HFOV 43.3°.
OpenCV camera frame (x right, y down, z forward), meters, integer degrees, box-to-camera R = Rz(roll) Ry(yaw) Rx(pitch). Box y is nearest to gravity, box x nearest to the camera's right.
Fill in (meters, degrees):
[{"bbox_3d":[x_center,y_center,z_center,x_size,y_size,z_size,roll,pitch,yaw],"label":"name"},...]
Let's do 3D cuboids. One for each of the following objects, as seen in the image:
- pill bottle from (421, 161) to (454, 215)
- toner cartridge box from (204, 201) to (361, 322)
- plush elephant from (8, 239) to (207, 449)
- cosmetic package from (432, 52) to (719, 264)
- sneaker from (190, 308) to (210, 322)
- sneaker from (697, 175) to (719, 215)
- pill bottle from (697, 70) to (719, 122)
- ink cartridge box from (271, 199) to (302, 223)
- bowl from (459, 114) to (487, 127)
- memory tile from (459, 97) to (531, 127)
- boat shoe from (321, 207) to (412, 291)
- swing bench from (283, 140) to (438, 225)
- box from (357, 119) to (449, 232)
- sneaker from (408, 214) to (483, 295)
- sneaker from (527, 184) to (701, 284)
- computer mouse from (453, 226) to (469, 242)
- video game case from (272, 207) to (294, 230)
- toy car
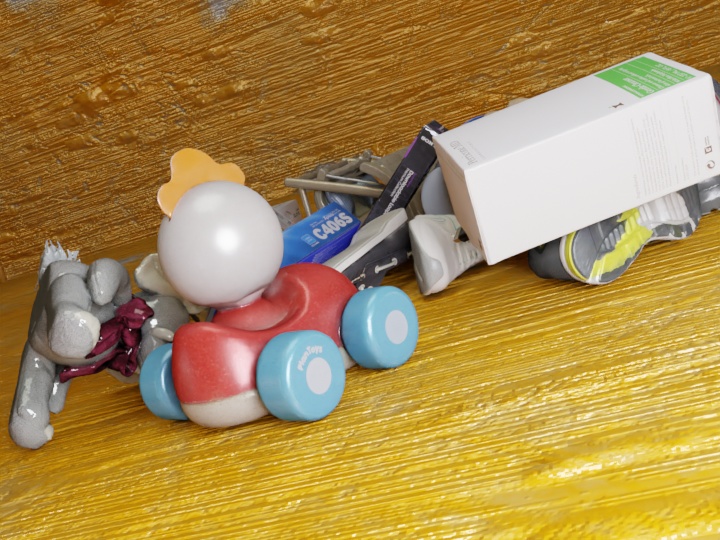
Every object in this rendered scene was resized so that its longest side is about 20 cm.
[{"bbox_3d":[0.159,-0.115,1.174,0.111,0.115,0.199,-11,12,34],"label":"pill bottle"},{"bbox_3d":[-0.080,0.003,0.965,0.200,0.043,0.096,-36,-23,-53],"label":"toner cartridge box"},{"bbox_3d":[-0.221,0.060,0.833,0.153,0.166,0.201,17,31,-27],"label":"plush elephant"},{"bbox_3d":[0.168,-0.091,0.719,0.197,0.086,0.108,-21,25,-3],"label":"cosmetic package"},{"bbox_3d":[-0.168,0.003,0.961,0.075,0.084,0.201,-44,-8,-27],"label":"sneaker"},{"bbox_3d":[0.266,-0.082,0.892,0.197,0.081,0.075,-16,10,23],"label":"sneaker"},{"bbox_3d":[0.390,-0.183,1.111,0.118,0.122,0.200,-12,11,29],"label":"pill bottle"},{"bbox_3d":[-0.203,-0.044,1.523,0.197,0.084,0.146,-15,9,17],"label":"ink cartridge box"},{"bbox_3d":[0.195,-0.123,1.052,0.197,0.040,0.202,4,37,-3],"label":"bowl"},{"bbox_3d":[0.219,-0.138,1.028,0.152,0.017,0.199,-29,50,-36],"label":"memory tile"},{"bbox_3d":[0.000,0.000,0.965,0.073,0.061,0.200,-20,14,38],"label":"boat shoe"},{"bbox_3d":[0.027,-0.115,1.366,0.197,0.132,0.198,-12,10,29],"label":"swing bench"},{"bbox_3d":[0.043,-0.087,1.106,0.202,0.036,0.143,-59,-1,15],"label":"box"},{"bbox_3d":[0.092,-0.027,0.932,0.079,0.072,0.200,-7,12,9],"label":"sneaker"},{"bbox_3d":[0.220,-0.048,0.788,0.198,0.076,0.084,-24,11,-35],"label":"sneaker"},{"bbox_3d":[0.143,-0.050,0.869,0.139,0.047,0.200,-29,8,-18],"label":"computer mouse"},{"bbox_3d":[-0.100,-0.040,1.189,0.018,0.142,0.200,-52,5,9],"label":"video game case"},{"bbox_3d":[-0.084,-0.001,0.696,0.182,0.203,0.176,-8,13,44],"label":"toy car"}]
